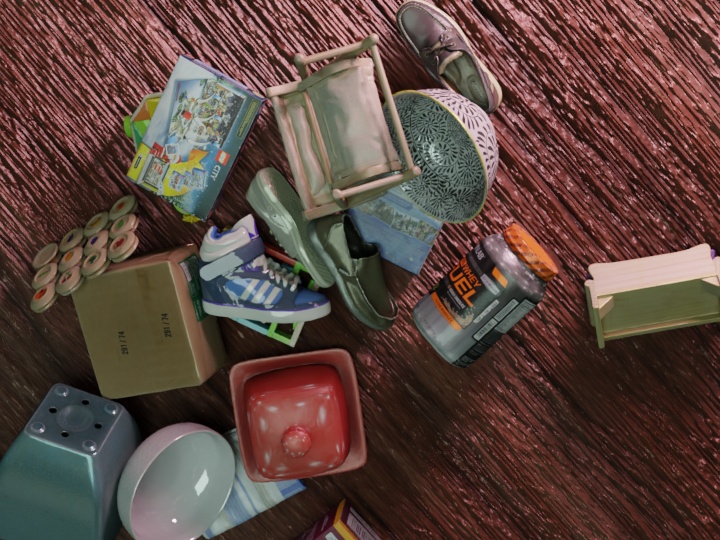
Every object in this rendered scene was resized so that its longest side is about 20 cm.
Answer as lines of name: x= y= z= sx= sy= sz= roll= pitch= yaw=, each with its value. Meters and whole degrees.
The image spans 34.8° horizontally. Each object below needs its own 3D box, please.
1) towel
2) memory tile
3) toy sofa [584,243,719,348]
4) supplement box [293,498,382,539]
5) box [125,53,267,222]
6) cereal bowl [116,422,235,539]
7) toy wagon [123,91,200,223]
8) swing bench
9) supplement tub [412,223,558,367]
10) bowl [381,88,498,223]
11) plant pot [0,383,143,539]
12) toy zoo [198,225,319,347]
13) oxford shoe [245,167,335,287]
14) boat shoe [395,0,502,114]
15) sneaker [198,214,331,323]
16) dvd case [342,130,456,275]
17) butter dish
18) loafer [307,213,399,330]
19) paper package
towel: x=-0.205 y=0.334 z=1.844 sx=0.199 sy=0.024 sz=0.148 roll=-28 pitch=100 yaw=13
memory tile: x=-0.414 y=-0.028 z=1.718 sx=0.199 sy=0.154 sz=0.017 roll=-31 pitch=125 yaw=13
toy sofa: x=0.428 y=0.037 z=1.659 sx=0.197 sy=0.098 sz=0.083 roll=-11 pitch=128 yaw=10
supplement box: x=-0.066 y=0.476 z=1.828 sx=0.200 sy=0.086 sz=0.111 roll=-40 pitch=96 yaw=15
box: x=-0.238 y=-0.191 z=1.664 sx=0.136 sy=0.038 sz=0.201 roll=28 pitch=106 yaw=0
cereal bowl: x=-0.292 y=0.321 z=1.761 sx=0.083 sy=0.199 sz=0.203 roll=25 pitch=111 yaw=41
toy wagon: x=-0.266 y=-0.167 z=1.714 sx=0.153 sy=0.040 sz=0.203 roll=-7 pitch=103 yaw=10
swing bench: x=-0.030 y=-0.192 z=1.590 sx=0.128 sy=0.200 sz=0.201 roll=-17 pitch=89 yaw=-17
supplement tub: x=0.181 y=0.035 z=1.662 sx=0.122 sy=0.123 sz=0.200 roll=44 pitch=105 yaw=-5
bowl: x=0.126 y=-0.175 z=1.593 sx=0.200 sy=0.094 sz=0.202 roll=35 pitch=144 yaw=30
plant pot: x=-0.440 y=0.293 z=1.745 sx=0.194 sy=0.197 sz=0.202 roll=19 pitch=127 yaw=2
toy zoo: x=-0.167 y=0.018 z=1.758 sx=0.198 sy=0.020 sz=0.132 roll=25 pitch=107 yaw=1
oxford shoe: x=-0.102 y=-0.060 z=1.707 sx=0.057 sy=0.075 sz=0.201 roll=-29 pitch=101 yaw=33
boat shoe: x=0.126 y=-0.300 z=1.612 sx=0.200 sy=0.065 sz=0.073 roll=44 pitch=105 yaw=-5
sneaker: x=-0.140 y=-0.006 z=1.683 sx=0.197 sy=0.081 sz=0.148 roll=3 pitch=104 yaw=5
dvd case: x=0.064 y=-0.111 z=1.694 sx=0.141 sy=0.018 sz=0.202 roll=26 pitch=107 yaw=1
butter dish: x=-0.095 y=0.238 z=1.729 sx=0.197 sy=0.148 sz=0.203 roll=-8 pitch=102 yaw=1
loafer: x=0.000 y=0.000 z=1.690 sx=0.069 sy=0.075 sz=0.201 roll=-27 pitch=108 yaw=30
paper package: x=-0.319 y=0.079 z=1.742 sx=0.188 sy=0.103 sz=0.202 roll=-10 pitch=103 yaw=18
